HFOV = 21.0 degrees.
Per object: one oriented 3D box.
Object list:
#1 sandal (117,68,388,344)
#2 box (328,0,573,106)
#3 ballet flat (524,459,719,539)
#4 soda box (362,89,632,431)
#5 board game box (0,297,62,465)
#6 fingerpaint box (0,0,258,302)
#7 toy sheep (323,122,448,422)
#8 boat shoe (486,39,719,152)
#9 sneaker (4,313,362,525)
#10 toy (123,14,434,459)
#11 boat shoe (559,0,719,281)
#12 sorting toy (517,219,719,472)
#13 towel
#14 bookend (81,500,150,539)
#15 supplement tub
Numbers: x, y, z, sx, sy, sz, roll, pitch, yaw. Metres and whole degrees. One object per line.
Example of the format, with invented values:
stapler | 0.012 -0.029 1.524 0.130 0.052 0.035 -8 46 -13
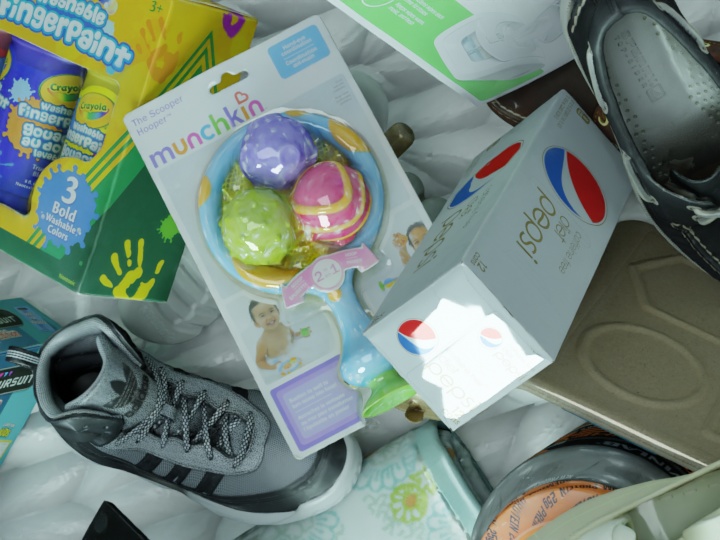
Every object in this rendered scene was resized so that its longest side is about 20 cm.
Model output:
sandal | -0.070 -0.045 1.096 0.203 0.082 0.050 -45 37 13
box | 0.032 -0.200 0.957 0.096 0.200 0.177 -26 69 19
ballet flat | 0.136 0.116 0.828 0.200 0.069 0.070 -28 84 -4
soda box | 0.073 -0.010 0.937 0.064 0.200 0.068 47 123 -9
board game box | -0.262 0.114 1.117 0.047 0.151 0.200 34 102 14
fingerpaint box | -0.172 -0.096 1.083 0.200 0.073 0.167 27 102 36
toy sheep | 0.000 0.000 1.038 0.138 0.138 0.200 -42 85 16
boat shoe | 0.156 -0.093 1.013 0.199 0.070 0.071 6 96 19
sneaker | -0.103 0.082 1.071 0.199 0.114 0.076 12 73 24
toy | -0.027 -0.022 0.958 0.115 0.047 0.200 -28 80 -2
boat shoe | 0.163 -0.059 0.937 0.074 0.060 0.200 -28 115 8
sorting toy | 0.182 0.053 0.961 0.199 0.185 0.037 21 123 17
towel | 0.027 0.207 1.084 0.171 0.048 0.200 -33 83 16
bookend | -0.094 0.257 1.056 0.092 0.200 0.199 32 93 50
supplement tub | 0.125 0.140 0.968 0.122 0.200 0.123 1 94 17
